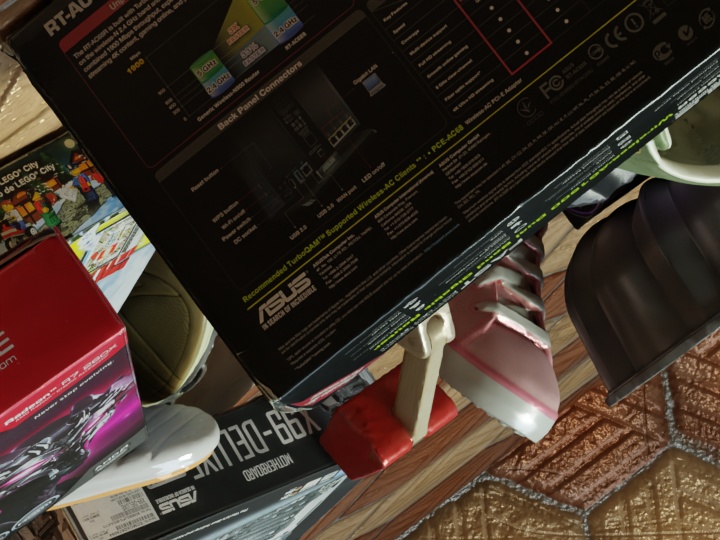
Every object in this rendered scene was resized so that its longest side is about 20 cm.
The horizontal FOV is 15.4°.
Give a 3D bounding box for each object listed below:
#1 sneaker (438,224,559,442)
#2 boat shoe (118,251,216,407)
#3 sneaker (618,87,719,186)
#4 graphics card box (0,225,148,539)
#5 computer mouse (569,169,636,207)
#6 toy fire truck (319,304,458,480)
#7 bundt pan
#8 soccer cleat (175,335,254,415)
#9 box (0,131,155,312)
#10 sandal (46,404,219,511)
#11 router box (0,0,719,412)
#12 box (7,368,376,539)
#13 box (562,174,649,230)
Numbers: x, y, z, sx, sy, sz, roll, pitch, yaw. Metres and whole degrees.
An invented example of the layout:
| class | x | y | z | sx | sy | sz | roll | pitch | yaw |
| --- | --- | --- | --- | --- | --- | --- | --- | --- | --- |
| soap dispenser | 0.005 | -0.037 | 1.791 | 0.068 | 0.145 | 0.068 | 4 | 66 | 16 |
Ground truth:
| class | x | y | z | sx | sy | sz | roll | pitch | yaw |
| --- | --- | --- | --- | --- | --- | --- | --- | --- | --- |
| sneaker | 0.060 | -0.011 | 1.284 | 0.075 | 0.200 | 0.105 | 33 | 105 | -38 |
| boat shoe | -0.100 | 0.025 | 1.175 | 0.065 | 0.073 | 0.200 | -41 | 180 | -33 |
| sneaker | 0.093 | -0.075 | 1.042 | 0.090 | 0.199 | 0.068 | -173 | -86 | -74 |
| graphics card box | -0.144 | 0.060 | 0.987 | 0.125 | 0.051 | 0.200 | -36 | 171 | -11 |
| computer mouse | 0.126 | -0.065 | 1.119 | 0.199 | 0.059 | 0.034 | -11 | 133 | -16 |
| toy fire truck | 0.000 | 0.000 | 1.173 | 0.049 | 0.141 | 0.200 | -33 | 169 | -25 |
| bundt pan | 0.177 | -0.023 | 1.269 | 0.202 | 0.076 | 0.202 | -37 | 175 | -4 |
| soccer cleat | -0.096 | 0.060 | 1.336 | 0.200 | 0.069 | 0.078 | -40 | 174 | -2 |
| box | -0.148 | 0.019 | 1.038 | 0.136 | 0.038 | 0.200 | -31 | 168 | -32 |
| sandal | -0.155 | 0.109 | 1.123 | 0.205 | 0.060 | 0.079 | -12 | -163 | 7 |
| router box | 0.008 | -0.073 | 0.855 | 0.200 | 0.150 | 0.062 | -38 | 170 | 5 |
| box | -0.095 | 0.124 | 1.273 | 0.199 | 0.050 | 0.158 | -19 | 161 | -42 |
| box | 0.158 | -0.129 | 1.242 | 0.200 | 0.106 | 0.122 | -34 | 171 | -22 |
